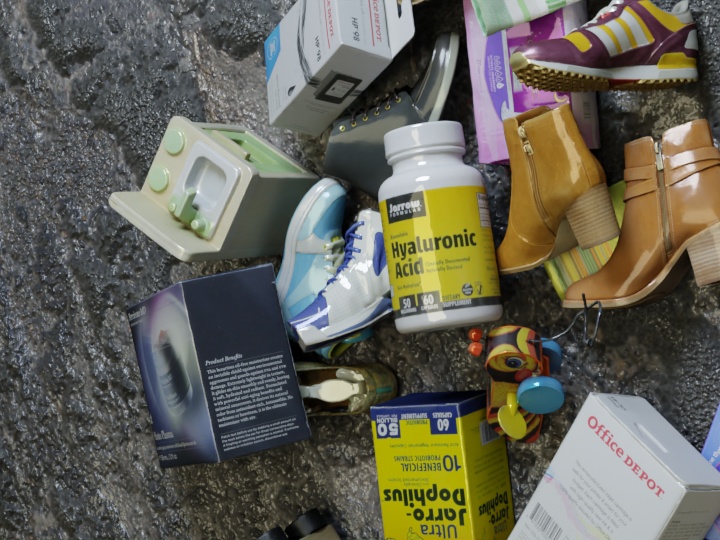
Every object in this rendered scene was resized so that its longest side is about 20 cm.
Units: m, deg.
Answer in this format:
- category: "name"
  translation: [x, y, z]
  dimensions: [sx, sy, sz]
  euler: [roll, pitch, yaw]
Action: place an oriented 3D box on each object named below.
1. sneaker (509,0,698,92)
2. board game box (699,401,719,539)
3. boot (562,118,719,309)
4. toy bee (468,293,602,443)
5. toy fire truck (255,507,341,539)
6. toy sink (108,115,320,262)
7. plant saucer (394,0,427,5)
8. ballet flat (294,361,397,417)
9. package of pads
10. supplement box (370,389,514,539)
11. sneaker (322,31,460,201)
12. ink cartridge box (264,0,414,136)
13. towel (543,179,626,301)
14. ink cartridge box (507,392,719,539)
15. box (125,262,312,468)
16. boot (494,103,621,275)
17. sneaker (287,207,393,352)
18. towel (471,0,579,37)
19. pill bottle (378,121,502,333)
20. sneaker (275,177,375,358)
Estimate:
- category: "sneaker"
  translation: [0.229, -0.219, 1.159]
  dimensions: [0.075, 0.198, 0.091]
  euler: [174, 94, -66]
- category: "board game box"
  translation: [0.396, 0.175, 1.154]
  dimensions: [0.134, 0.045, 0.202]
  euler: [23, 104, 27]
- category: "boot"
  translation: [0.273, -0.048, 1.188]
  dimensions: [0.199, 0.073, 0.156]
  euler: [-19, 80, 31]
- category: "toy bee"
  translation: [0.154, 0.090, 1.225]
  dimensions: [0.108, 0.131, 0.202]
  euler: [12, 116, -5]
- category: "toy fire truck"
  translation: [-0.112, 0.393, 1.399]
  dimensions: [0.200, 0.175, 0.129]
  euler: [-46, 72, 35]
- category: "toy sink"
  translation: [-0.160, -0.094, 1.373]
  dimensions: [0.130, 0.199, 0.113]
  euler: [35, 110, 24]
- category: "plant saucer"
  translation: [0.094, -0.361, 1.257]
  dimensions: [0.200, 0.035, 0.202]
  euler: [-37, 43, 46]
- category: "ballet flat"
  translation: [-0.054, 0.139, 1.404]
  dimensions: [0.198, 0.071, 0.071]
  euler: [-7, 90, 31]
- category: "package of pads"
  translation: [0.174, -0.211, 1.241]
  dimensions: [0.120, 0.075, 0.202]
  euler: [-6, 90, 32]
- category: "supplement box"
  translation: [0.091, 0.234, 1.300]
  dimensions: [0.108, 0.109, 0.202]
  euler: [-7, 90, 30]
- category: "sneaker"
  translation: [0.032, -0.172, 1.307]
  dimensions: [0.105, 0.075, 0.201]
  euler: [22, 107, 1]
- category: "ink cartridge box"
  translation: [-0.027, -0.247, 1.304]
  dimensions: [0.200, 0.066, 0.117]
  euler: [-40, 48, 48]
- category: "towel"
  translation: [0.270, -0.046, 1.231]
  dimensions: [0.199, 0.018, 0.087]
  euler: [-27, 85, 28]
- category: "ink cartridge box"
  translation: [0.247, 0.243, 1.193]
  dimensions: [0.148, 0.085, 0.201]
  euler: [48, 120, 44]
- category: "box"
  translation: [-0.168, 0.113, 1.393]
  dimensions: [0.200, 0.122, 0.200]
  euler: [-22, 80, 60]
- category: "boot"
  translation: [0.168, -0.080, 1.199]
  dimensions: [0.201, 0.070, 0.145]
  euler: [-24, 89, 60]
- category: "sneaker"
  translation: [0.001, 0.000, 1.309]
  dimensions: [0.198, 0.081, 0.116]
  euler: [-27, 84, -13]
- category: "towel"
  translation: [0.178, -0.327, 1.168]
  dimensions: [0.023, 0.199, 0.154]
  euler: [-1, 110, 68]
- category: "pill bottle"
  translation: [0.076, -0.042, 1.229]
  dimensions: [0.110, 0.111, 0.202]
  euler: [-11, 84, 30]
- category: "sneaker"
  translation: [-0.024, 0.006, 1.372]
  dimensions: [0.130, 0.079, 0.201]
  euler: [31, 117, 27]
